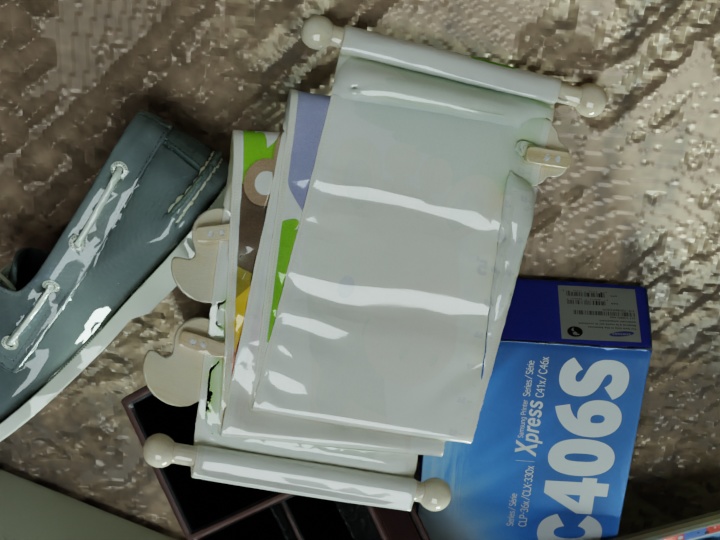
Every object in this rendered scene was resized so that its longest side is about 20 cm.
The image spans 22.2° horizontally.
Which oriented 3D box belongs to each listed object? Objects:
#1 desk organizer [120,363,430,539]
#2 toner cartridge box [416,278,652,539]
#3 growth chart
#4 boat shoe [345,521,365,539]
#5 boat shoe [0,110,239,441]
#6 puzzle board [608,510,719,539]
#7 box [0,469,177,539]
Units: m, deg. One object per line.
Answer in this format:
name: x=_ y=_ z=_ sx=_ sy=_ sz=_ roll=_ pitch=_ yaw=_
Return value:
desk organizer: x=-0.019 y=0.123 z=0.790 sx=0.072 sy=0.077 sz=0.201 roll=-27 pitch=88 yaw=23
toner cartridge box: x=0.074 y=0.093 z=0.846 sx=0.095 sy=0.043 sz=0.201 roll=4 pitch=130 yaw=2
growth chart: x=0.000 y=0.000 z=0.727 sx=0.144 sy=0.018 sz=0.201 roll=18 pitch=95 yaw=-8
boat shoe: x=-0.049 y=0.174 z=0.899 sx=0.065 sy=0.075 sz=0.202 roll=10 pitch=138 yaw=-21
boat shoe: x=-0.129 y=0.008 z=0.782 sx=0.062 sy=0.073 sz=0.200 roll=44 pitch=118 yaw=-12
puzzle board: x=0.108 y=0.188 z=0.881 sx=0.199 sy=0.017 sz=0.151 roll=-14 pitch=131 yaw=0
box: x=-0.181 y=0.147 z=0.892 sx=0.199 sy=0.069 sz=0.082 roll=23 pitch=127 yaw=-15
